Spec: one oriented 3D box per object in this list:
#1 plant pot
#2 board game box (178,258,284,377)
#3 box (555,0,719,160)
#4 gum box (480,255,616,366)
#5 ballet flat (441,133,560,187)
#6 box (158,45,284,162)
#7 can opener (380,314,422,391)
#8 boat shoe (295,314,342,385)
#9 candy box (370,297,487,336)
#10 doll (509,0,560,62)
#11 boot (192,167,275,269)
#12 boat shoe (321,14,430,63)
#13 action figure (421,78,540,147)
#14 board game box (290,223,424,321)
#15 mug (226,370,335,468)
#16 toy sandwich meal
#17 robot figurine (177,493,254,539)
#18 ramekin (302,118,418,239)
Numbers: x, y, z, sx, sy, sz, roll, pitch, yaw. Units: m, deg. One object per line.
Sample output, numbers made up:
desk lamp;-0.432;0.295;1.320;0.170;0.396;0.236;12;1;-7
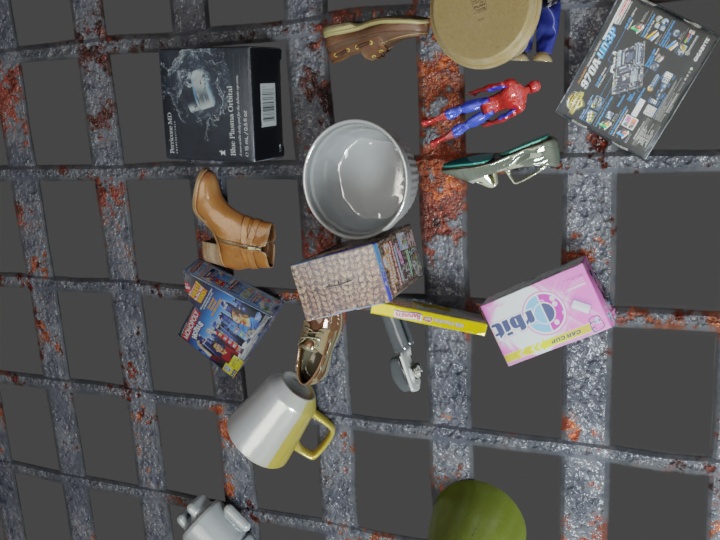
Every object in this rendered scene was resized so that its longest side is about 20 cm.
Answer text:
plant pot;0.192;0.517;1.304;0.184;0.200;0.191;6;106;21
board game box;-0.283;0.083;1.456;0.199;0.062;0.201;38;124;2
box;0.413;-0.294;1.084;0.157;0.046;0.202;31;113;13
gum box;0.318;0.066;1.207;0.198;0.066;0.115;-26;92;26
ballet flat;0.230;-0.169;1.185;0.197;0.067;0.065;-13;106;25
box;-0.254;-0.306;1.325;0.196;0.117;0.201;6;106;23
can opener;0.067;0.134;1.338;0.065;0.053;0.203;-13;98;25
boat shoe;-0.084;0.133;1.391;0.074;0.072;0.204;14;109;19
candy box;0.118;0.075;1.248;0.196;0.102;0.027;11;99;4
doll;0.280;-0.427;1.103;0.135;0.048;0.204;12;109;32
boot;-0.240;-0.098;1.399;0.152;0.074;0.203;7;118;22
boat shoe;0.028;-0.390;1.213;0.197;0.072;0.069;2;110;29
action figure;0.200;-0.266;1.181;0.197;0.052;0.066;-19;101;21
board game box;0.000;0.000;1.249;0.157;0.200;0.099;-14;97;24
mug;-0.153;0.289;1.446;0.154;0.185;0.150;-52;49;16
toy sandwich meal;0.193;-0.414;1.120;0.202;0.070;0.209;8;105;30
robot figurine;-0.311;0.590;1.584;0.200;0.113;0.170;45;112;7
ramekin;0.008;-0.160;1.251;0.197;0.105;0.204;4;100;23
